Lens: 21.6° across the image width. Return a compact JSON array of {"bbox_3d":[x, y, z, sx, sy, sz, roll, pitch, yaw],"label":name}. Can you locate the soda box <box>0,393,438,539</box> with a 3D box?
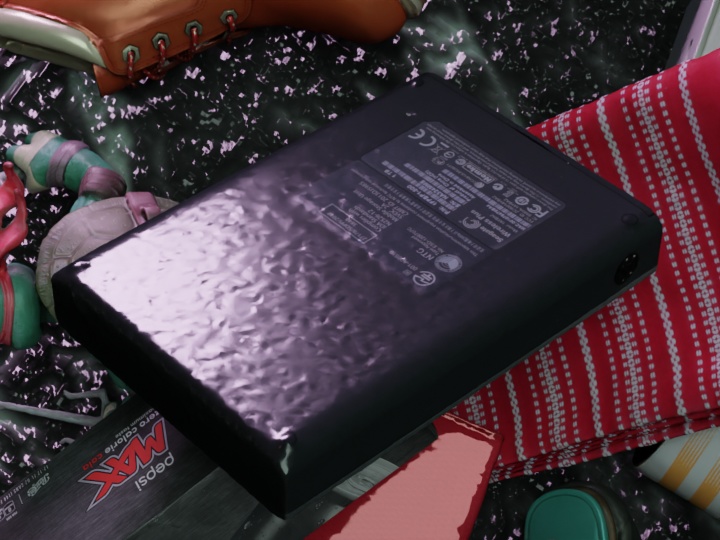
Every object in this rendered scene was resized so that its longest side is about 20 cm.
[{"bbox_3d":[-0.072,0.091,0.768,0.199,0.071,0.063,-37,45,1],"label":"soda box"}]

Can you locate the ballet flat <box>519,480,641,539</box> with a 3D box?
[{"bbox_3d":[0.099,0.192,0.804,0.067,0.068,0.202,-1,72,29],"label":"ballet flat"}]

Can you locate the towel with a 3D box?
[{"bbox_3d":[0.096,0.004,0.792,0.022,0.199,0.146,-3,76,-47],"label":"towel"}]

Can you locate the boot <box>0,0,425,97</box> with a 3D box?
[{"bbox_3d":[-0.074,-0.119,0.847,0.198,0.075,0.108,15,80,3],"label":"boot"}]

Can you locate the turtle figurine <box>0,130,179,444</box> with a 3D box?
[{"bbox_3d":[-0.094,0.009,0.803,0.198,0.101,0.151,-8,90,-20],"label":"turtle figurine"}]

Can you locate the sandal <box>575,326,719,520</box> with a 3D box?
[{"bbox_3d":[0.186,0.082,0.798,0.205,0.080,0.059,19,47,4],"label":"sandal"}]

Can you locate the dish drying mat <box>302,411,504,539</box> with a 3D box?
[{"bbox_3d":[-0.010,0.147,0.790,0.076,0.018,0.201,24,77,0],"label":"dish drying mat"}]

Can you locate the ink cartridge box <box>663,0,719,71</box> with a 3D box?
[{"bbox_3d":[0.228,-0.041,0.863,0.199,0.084,0.147,24,72,-2],"label":"ink cartridge box"}]

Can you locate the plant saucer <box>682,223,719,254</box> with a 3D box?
[{"bbox_3d":[0.217,0.037,0.805,0.199,0.201,0.030,24,46,-3],"label":"plant saucer"}]

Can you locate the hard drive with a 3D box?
[{"bbox_3d":[0.000,0.000,0.733,0.199,0.033,0.139,-30,50,-31],"label":"hard drive"}]
